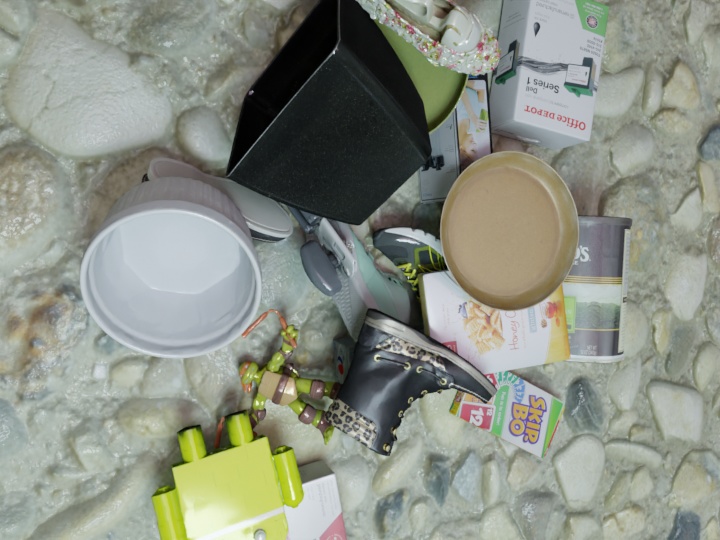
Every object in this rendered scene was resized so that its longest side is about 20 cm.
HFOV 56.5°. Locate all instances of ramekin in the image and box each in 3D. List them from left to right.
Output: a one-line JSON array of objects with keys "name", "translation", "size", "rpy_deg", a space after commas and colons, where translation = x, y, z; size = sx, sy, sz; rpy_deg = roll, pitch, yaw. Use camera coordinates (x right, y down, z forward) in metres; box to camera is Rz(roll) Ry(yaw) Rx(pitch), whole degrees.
[{"name": "ramekin", "translation": [-0.212, -0.010, 0.773], "size": [0.194, 0.106, 0.204], "rpy_deg": [-6, 126, -8]}]

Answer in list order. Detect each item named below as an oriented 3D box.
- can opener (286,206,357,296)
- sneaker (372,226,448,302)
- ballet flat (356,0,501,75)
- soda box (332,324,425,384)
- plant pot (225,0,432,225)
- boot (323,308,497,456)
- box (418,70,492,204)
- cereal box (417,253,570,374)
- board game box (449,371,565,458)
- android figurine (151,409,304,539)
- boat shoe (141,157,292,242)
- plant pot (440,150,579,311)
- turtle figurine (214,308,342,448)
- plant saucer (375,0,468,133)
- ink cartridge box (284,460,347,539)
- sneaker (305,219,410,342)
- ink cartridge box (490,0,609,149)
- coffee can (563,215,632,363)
[{"name": "can opener", "translation": [-0.070, -0.067, 0.849], "size": [0.065, 0.053, 0.202], "rpy_deg": [-27, 77, -26]}, {"name": "sneaker", "translation": [0.097, 0.006, 0.942], "size": [0.197, 0.074, 0.087], "rpy_deg": [27, 75, -21]}, {"name": "ballet flat", "translation": [0.081, -0.288, 0.769], "size": [0.196, 0.064, 0.077], "rpy_deg": [25, 86, -9]}, {"name": "soda box", "translation": [0.063, 0.118, 0.943], "size": [0.195, 0.068, 0.065], "rpy_deg": [-7, 97, -21]}, {"name": "plant pot", "translation": [-0.024, -0.178, 0.795], "size": [0.176, 0.203, 0.199], "rpy_deg": [34, 122, -25]}, {"name": "boot", "translation": [0.061, 0.156, 0.834], "size": [0.197, 0.073, 0.153], "rpy_deg": [31, 86, -17]}, {"name": "box", "translation": [0.126, -0.198, 0.928], "size": [0.059, 0.116, 0.206], "rpy_deg": [-6, 94, -23]}, {"name": "cereal box", "translation": [0.181, 0.063, 0.911], "size": [0.194, 0.039, 0.148], "rpy_deg": [-9, 93, -9]}, {"name": "board game box", "translation": [0.237, 0.216, 1.042], "size": [0.197, 0.030, 0.097], "rpy_deg": [29, 83, -23]}, {"name": "android figurine", "translation": [-0.157, 0.282, 0.815], "size": [0.177, 0.041, 0.206], "rpy_deg": [-12, 85, -20]}, {"name": "boat shoe", "translation": [-0.180, -0.075, 0.842], "size": [0.196, 0.075, 0.061], "rpy_deg": [18, 129, -31]}, {"name": "plant pot", "translation": [0.192, -0.051, 0.874], "size": [0.194, 0.027, 0.207], "rpy_deg": [0, 92, -13]}, {"name": "turtle figurine", "translation": [-0.101, 0.164, 0.879], "size": [0.158, 0.064, 0.204], "rpy_deg": [25, 97, 0]}, {"name": "plant saucer", "translation": [0.061, -0.271, 0.877], "size": [0.031, 0.196, 0.206], "rpy_deg": [-11, 98, -55]}, {"name": "ink cartridge box", "translation": [-0.122, 0.343, 0.883], "size": [0.195, 0.067, 0.120], "rpy_deg": [-13, 96, -19]}, {"name": "sneaker", "translation": [0.000, 0.001, 0.925], "size": [0.117, 0.073, 0.205], "rpy_deg": [-10, 73, -57]}, {"name": "ink cartridge box", "translation": [0.277, -0.299, 0.996], "size": [0.142, 0.084, 0.206], "rpy_deg": [8, 90, -21]}, {"name": "coffee can", "translation": [0.325, 0.023, 1.000], "size": [0.142, 0.146, 0.207], "rpy_deg": [1, 93, -21]}]
